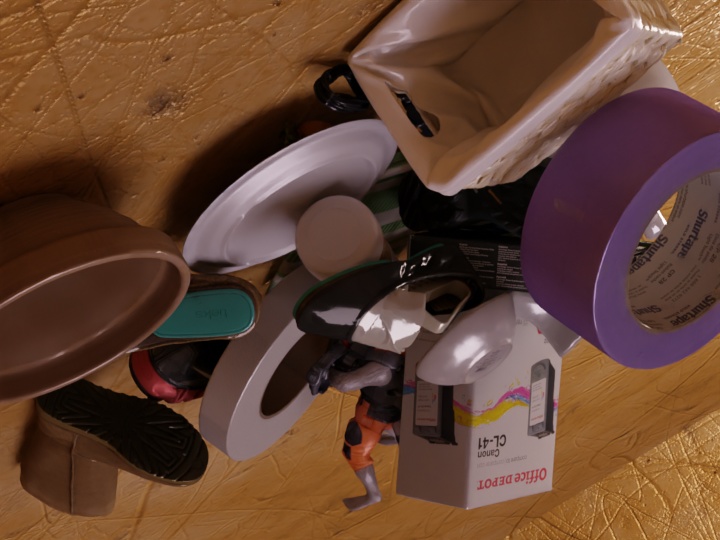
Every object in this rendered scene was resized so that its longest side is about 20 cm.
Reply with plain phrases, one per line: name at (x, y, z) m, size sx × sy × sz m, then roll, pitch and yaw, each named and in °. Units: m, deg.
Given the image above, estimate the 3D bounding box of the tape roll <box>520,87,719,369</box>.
tape roll at (0.223, -0.031, 1.314) m, size 0.200 × 0.085 × 0.200 m, roll -21°, pitch 128°, yaw -29°

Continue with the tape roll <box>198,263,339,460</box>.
tape roll at (-0.070, 0.080, 1.578) m, size 0.203 × 0.037 × 0.203 m, roll -48°, pitch 160°, yaw -24°

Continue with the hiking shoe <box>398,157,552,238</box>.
hiking shoe at (0.133, -0.065, 1.469) m, size 0.200 × 0.075 × 0.087 m, roll 7°, pitch -169°, yaw 31°

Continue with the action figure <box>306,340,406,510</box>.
action figure at (0.034, 0.102, 1.638) m, size 0.200 × 0.104 × 0.194 m, roll -42°, pitch 143°, yaw -48°

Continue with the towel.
towel at (0.003, -0.048, 1.565) m, size 0.152 × 0.023 × 0.200 m, roll -19°, pitch 159°, yaw -27°

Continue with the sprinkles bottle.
sprinkles bottle at (0.000, 0.000, 1.457) m, size 0.068 × 0.068 × 0.200 m, roll -31°, pitch 159°, yaw 2°

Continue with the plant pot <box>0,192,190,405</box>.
plant pot at (-0.232, 0.008, 1.258) m, size 0.201 × 0.093 × 0.201 m, roll -27°, pitch 162°, yaw -10°

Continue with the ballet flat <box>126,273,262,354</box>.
ballet flat at (-0.180, 0.029, 1.404) m, size 0.200 × 0.068 × 0.072 m, roll -6°, pitch -164°, yaw -3°

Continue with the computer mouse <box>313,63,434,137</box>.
computer mouse at (0.022, -0.125, 1.345) m, size 0.034 × 0.059 × 0.200 m, roll -42°, pitch 156°, yaw 27°

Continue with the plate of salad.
plate of salad at (-0.059, -0.064, 1.391) m, size 0.200 × 0.048 × 0.200 m, roll -30°, pitch 163°, yaw -10°

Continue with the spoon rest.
spoon rest at (0.115, 0.052, 1.467) m, size 0.200 × 0.061 × 0.099 m, roll -5°, pitch 142°, yaw -53°

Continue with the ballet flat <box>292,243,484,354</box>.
ballet flat at (0.034, 0.023, 1.368) m, size 0.200 × 0.068 × 0.068 m, roll -20°, pitch 147°, yaw -48°

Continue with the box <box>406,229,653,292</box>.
box at (0.162, -0.008, 1.528) m, size 0.200 × 0.048 × 0.193 m, roll 6°, pitch -176°, yaw 20°

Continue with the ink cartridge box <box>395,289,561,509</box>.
ink cartridge box at (0.112, 0.106, 1.588) m, size 0.086 × 0.200 × 0.148 m, roll 6°, pitch -175°, yaw 39°

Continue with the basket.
basket at (0.116, -0.164, 1.274) m, size 0.200 × 0.136 × 0.123 m, roll -40°, pitch 162°, yaw 27°

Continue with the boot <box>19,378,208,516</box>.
boot at (-0.231, 0.180, 1.619) m, size 0.066 × 0.175 × 0.200 m, roll -59°, pitch 175°, yaw -33°

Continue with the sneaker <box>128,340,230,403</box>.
sneaker at (-0.116, 0.072, 1.614) m, size 0.200 × 0.071 × 0.098 m, roll -3°, pitch 150°, yaw -50°

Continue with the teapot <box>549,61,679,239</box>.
teapot at (0.216, -0.100, 1.551) m, size 0.200 × 0.146 × 0.197 m, roll -17°, pitch 157°, yaw -31°
